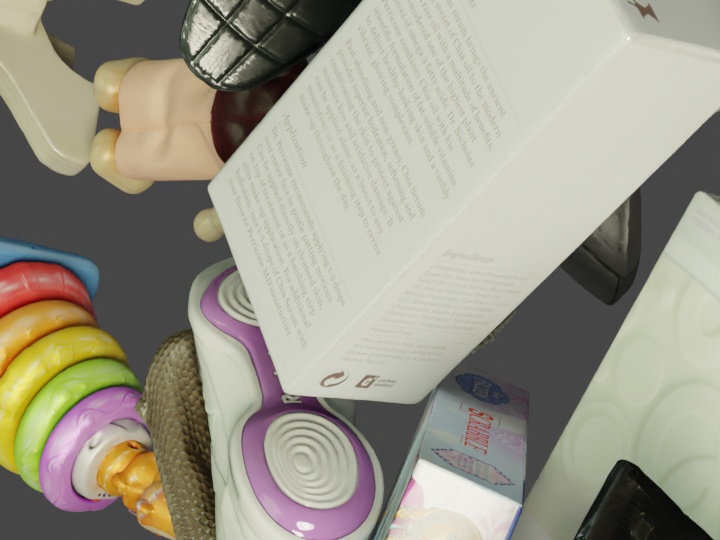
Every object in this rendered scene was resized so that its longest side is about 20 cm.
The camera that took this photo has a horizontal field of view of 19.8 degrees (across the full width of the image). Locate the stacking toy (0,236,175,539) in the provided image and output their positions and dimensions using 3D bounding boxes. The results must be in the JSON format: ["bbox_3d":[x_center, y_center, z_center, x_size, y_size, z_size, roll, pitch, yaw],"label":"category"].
[{"bbox_3d":[-0.141,0.077,1.039,0.200,0.116,0.110,37,104,35],"label":"stacking toy"}]

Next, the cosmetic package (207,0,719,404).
[{"bbox_3d":[0.037,-0.050,0.742,0.200,0.071,0.102,-46,53,35],"label":"cosmetic package"}]

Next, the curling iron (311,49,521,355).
[{"bbox_3d":[0.017,-0.034,0.865,0.049,0.026,0.201,-39,41,8],"label":"curling iron"}]

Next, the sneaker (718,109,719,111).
[{"bbox_3d":[0.143,-0.162,0.794,0.089,0.074,0.202,-102,21,-75],"label":"sneaker"}]

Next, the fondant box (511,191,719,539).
[{"bbox_3d":[0.130,0.096,0.724,0.144,0.058,0.201,44,114,48],"label":"fondant box"}]

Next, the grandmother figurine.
[{"bbox_3d":[-0.056,-0.076,1.007,0.199,0.060,0.123,8,104,48],"label":"grandmother figurine"}]

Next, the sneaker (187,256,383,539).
[{"bbox_3d":[-0.038,0.068,0.843,0.201,0.074,0.100,-96,16,-53],"label":"sneaker"}]

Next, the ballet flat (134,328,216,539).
[{"bbox_3d":[-0.066,0.113,0.884,0.046,0.067,0.202,-20,57,10],"label":"ballet flat"}]

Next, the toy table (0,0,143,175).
[{"bbox_3d":[-0.190,-0.152,1.121,0.199,0.116,0.186,-17,58,57],"label":"toy table"}]

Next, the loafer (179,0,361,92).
[{"bbox_3d":[-0.018,-0.164,0.957,0.201,0.073,0.072,-52,15,-12],"label":"loafer"}]

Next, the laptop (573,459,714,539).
[{"bbox_3d":[0.056,0.183,0.646,0.103,0.177,0.201,7,61,54],"label":"laptop"}]

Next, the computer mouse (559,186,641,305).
[{"bbox_3d":[0.074,-0.087,0.824,0.140,0.046,0.202,180,88,-85],"label":"computer mouse"}]

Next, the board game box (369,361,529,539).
[{"bbox_3d":[0.008,0.146,0.774,0.200,0.041,0.202,-56,-11,-80],"label":"board game box"}]
